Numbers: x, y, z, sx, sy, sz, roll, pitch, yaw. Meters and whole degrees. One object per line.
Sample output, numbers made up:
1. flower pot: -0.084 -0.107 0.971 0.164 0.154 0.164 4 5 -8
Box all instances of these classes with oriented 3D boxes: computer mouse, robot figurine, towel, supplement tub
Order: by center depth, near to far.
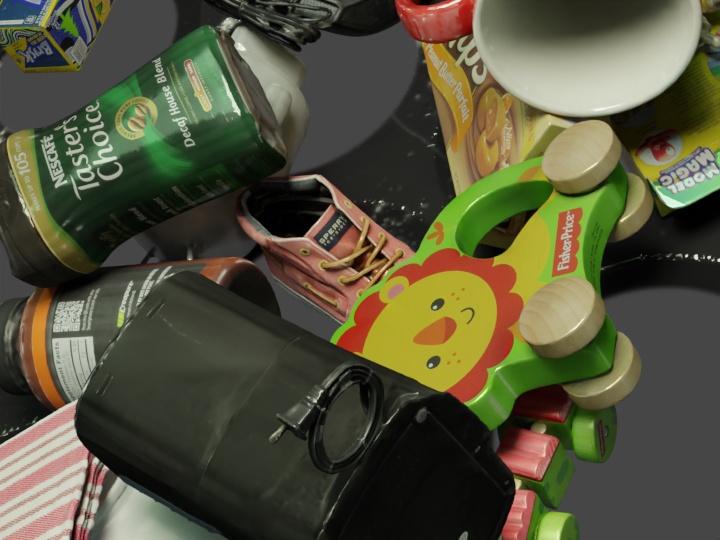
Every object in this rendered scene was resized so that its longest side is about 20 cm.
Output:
1. towel: -0.206 0.158 0.848 0.146 0.030 0.200 -29 26 17
2. supplement tub: -0.161 0.048 1.030 0.199 0.107 0.107 -3 55 26
3. robot figurine: -0.109 -0.084 1.095 0.169 0.113 0.201 -27 36 55
4. computer mouse: -0.028 -0.210 1.146 0.200 0.053 0.138 -23 47 -39

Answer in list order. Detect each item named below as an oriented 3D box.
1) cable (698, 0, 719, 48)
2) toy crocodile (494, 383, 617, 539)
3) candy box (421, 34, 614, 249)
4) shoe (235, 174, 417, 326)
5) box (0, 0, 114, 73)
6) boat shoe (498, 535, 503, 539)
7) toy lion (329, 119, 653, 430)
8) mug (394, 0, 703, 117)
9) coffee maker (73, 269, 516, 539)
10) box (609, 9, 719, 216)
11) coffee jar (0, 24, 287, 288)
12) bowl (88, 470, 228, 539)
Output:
1. cable: 0.179 -0.193 1.028 0.097 0.050 0.200 -43 34 8
2. toy crocodile: 0.099 0.120 0.868 0.067 0.062 0.201 6 60 31
3. candy box: 0.103 -0.126 1.014 0.116 0.055 0.201 -55 32 41
4. shoe: 0.000 0.000 0.990 0.200 0.091 0.072 25 70 38
5. box: -0.259 -0.276 1.352 0.070 0.064 0.201 3 57 29
6. boat shoe: 0.027 0.139 0.868 0.073 0.062 0.200 -33 33 -15
7. toy lion: 0.070 0.020 0.882 0.191 0.069 0.201 -15 43 31
8. mug: 0.121 -0.216 0.930 0.177 0.134 0.201 13 45 -3
9. coffee maker: -0.042 0.077 0.762 0.199 0.193 0.135 22 49 38
10. box: 0.216 -0.122 0.997 0.117 0.048 0.200 -28 46 6
11. coffee jar: -0.156 -0.072 0.986 0.199 0.085 0.105 -28 73 8
12. bowl: -0.154 0.166 0.903 0.200 0.091 0.201 -27 26 14
